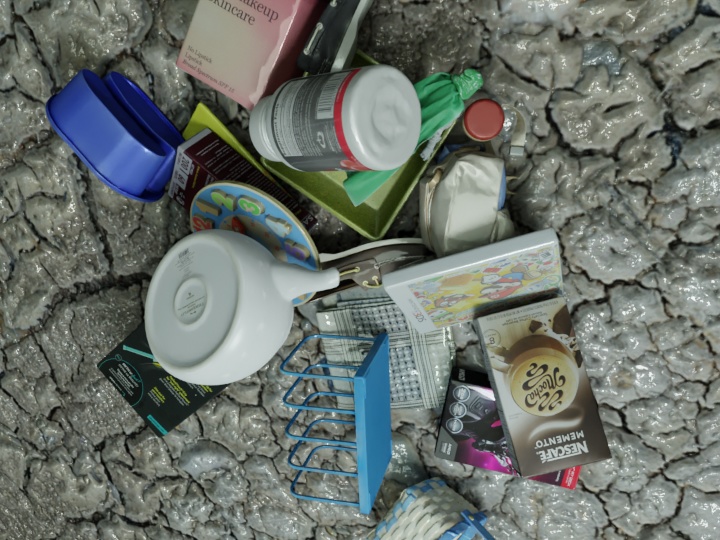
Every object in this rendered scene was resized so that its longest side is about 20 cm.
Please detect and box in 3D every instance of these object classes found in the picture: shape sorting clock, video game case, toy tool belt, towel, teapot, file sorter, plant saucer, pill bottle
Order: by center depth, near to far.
[{"bbox_3d":[-0.038,-0.169,0.766,0.200,0.111,0.111,8,111,45],"label":"pill bottle"},{"bbox_3d":[0.145,0.020,0.819,0.200,0.182,0.023,-16,64,12],"label":"video game case"},{"bbox_3d":[-0.157,0.052,0.821,0.200,0.146,0.198,22,91,36],"label":"teapot"},{"bbox_3d":[0.134,-0.108,0.825,0.125,0.123,0.200,5,103,2],"label":"toy tool belt"},{"bbox_3d":[-0.140,-0.028,0.871,0.200,0.039,0.200,23,138,22],"label":"shape sorting clock"},{"bbox_3d":[-0.003,-0.173,0.881,0.200,0.048,0.200,35,113,5],"label":"plant saucer"},{"bbox_3d":[-0.031,0.202,0.923,0.123,0.139,0.200,2,108,16],"label":"file sorter"},{"bbox_3d":[-0.164,-0.138,0.932,0.200,0.018,0.086,47,141,-5],"label":"towel"},{"bbox_3d":[0.039,0.111,0.961,0.192,0.035,0.200,-5,104,19],"label":"towel"}]

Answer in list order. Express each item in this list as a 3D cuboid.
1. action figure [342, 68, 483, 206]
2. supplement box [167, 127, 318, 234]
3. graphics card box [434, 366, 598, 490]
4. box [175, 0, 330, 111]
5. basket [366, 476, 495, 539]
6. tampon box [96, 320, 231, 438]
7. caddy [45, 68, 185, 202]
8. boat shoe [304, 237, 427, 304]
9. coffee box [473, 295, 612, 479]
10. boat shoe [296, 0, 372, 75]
[{"bbox_3d":[0.060,-0.171,0.790,0.200,0.055,0.118,-33,61,31],"label":"action figure"},{"bbox_3d":[-0.164,-0.087,0.917,0.200,0.061,0.109,39,142,4],"label":"supplement box"},{"bbox_3d":[0.210,0.215,0.919,0.200,0.051,0.126,13,109,8],"label":"graphics card box"},{"bbox_3d":[-0.124,-0.319,0.842,0.128,0.109,0.200,31,113,7],"label":"box"},{"bbox_3d":[0.121,0.411,0.957,0.176,0.139,0.200,-54,55,23],"label":"basket"},{"bbox_3d":[-0.256,0.122,1.006,0.200,0.126,0.150,-38,93,23],"label":"tampon box"},{"bbox_3d":[-0.342,-0.185,0.934,0.105,0.141,0.200,-42,90,20],"label":"caddy"},{"bbox_3d":[0.000,0.000,0.909,0.200,0.072,0.060,-12,75,20],"label":"boat shoe"},{"bbox_3d":[0.224,0.145,0.840,0.113,0.080,0.200,-15,81,3],"label":"coffee box"},{"bbox_3d":[-0.016,-0.322,0.800,0.060,0.074,0.200,21,90,-1],"label":"boat shoe"}]
